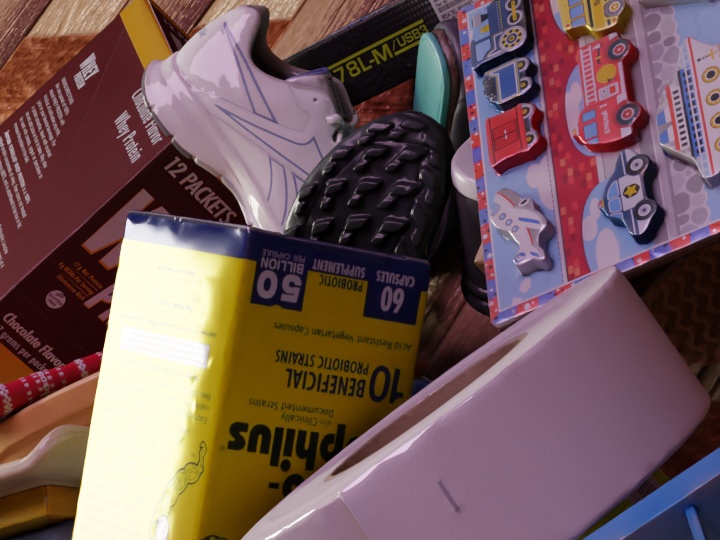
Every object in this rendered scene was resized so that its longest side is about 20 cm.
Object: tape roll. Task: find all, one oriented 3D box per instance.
[{"bbox_3d":[0.046,0.084,1.054,0.202,0.071,0.202,-36,1,1],"label":"tape roll"}]

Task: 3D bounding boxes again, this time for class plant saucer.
[{"bbox_3d":[-0.110,0.074,1.382,0.199,0.038,0.200,-23,-8,-3],"label":"plant saucer"}]

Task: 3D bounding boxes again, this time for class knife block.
[{"bbox_3d":[0.133,-0.095,1.217,0.064,0.177,0.199,5,18,42],"label":"knife block"}]

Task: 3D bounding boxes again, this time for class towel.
[{"bbox_3d":[-0.139,0.056,1.393,0.199,0.023,0.145,-20,-7,-19],"label":"towel"}]

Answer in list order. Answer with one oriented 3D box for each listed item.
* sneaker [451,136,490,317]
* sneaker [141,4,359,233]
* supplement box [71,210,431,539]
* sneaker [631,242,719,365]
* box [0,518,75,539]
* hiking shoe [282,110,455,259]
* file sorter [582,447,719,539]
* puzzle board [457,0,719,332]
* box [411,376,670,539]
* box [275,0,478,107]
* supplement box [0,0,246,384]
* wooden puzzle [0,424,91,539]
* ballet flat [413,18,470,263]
[{"bbox_3d":[0.109,-0.041,1.311,0.070,0.100,0.200,22,35,29],"label":"sneaker"},{"bbox_3d":[-0.030,-0.057,1.372,0.087,0.200,0.074,-42,-2,18],"label":"sneaker"},{"bbox_3d":[-0.054,0.082,1.187,0.109,0.108,0.202,9,90,53],"label":"supplement box"},{"bbox_3d":[0.200,-0.035,1.190,0.199,0.075,0.090,-35,31,1],"label":"sneaker"},{"bbox_3d":[-0.170,0.226,1.293,0.199,0.107,0.149,-19,43,38],"label":"box"},{"bbox_3d":[0.000,0.000,1.302,0.087,0.074,0.201,-32,-30,-59],"label":"hiking shoe"},{"bbox_3d":[0.131,0.178,0.950,0.200,0.139,0.123,-36,34,17],"label":"file sorter"},{"bbox_3d":[0.116,-0.080,1.174,0.150,0.017,0.201,-24,47,23],"label":"puzzle board"},{"bbox_3d":[0.047,0.121,1.213,0.122,0.048,0.200,-53,30,-14],"label":"box"},{"bbox_3d":[0.054,-0.148,1.448,0.199,0.048,0.193,-24,8,35],"label":"box"},{"bbox_3d":[-0.144,-0.027,1.549,0.200,0.133,0.197,-42,30,7],"label":"supplement box"},{"bbox_3d":[-0.162,0.134,1.350,0.199,0.184,0.037,-24,66,36],"label":"wooden puzzle"},{"bbox_3d":[0.053,-0.063,1.373,0.200,0.073,0.073,107,-178,-53],"label":"ballet flat"}]
